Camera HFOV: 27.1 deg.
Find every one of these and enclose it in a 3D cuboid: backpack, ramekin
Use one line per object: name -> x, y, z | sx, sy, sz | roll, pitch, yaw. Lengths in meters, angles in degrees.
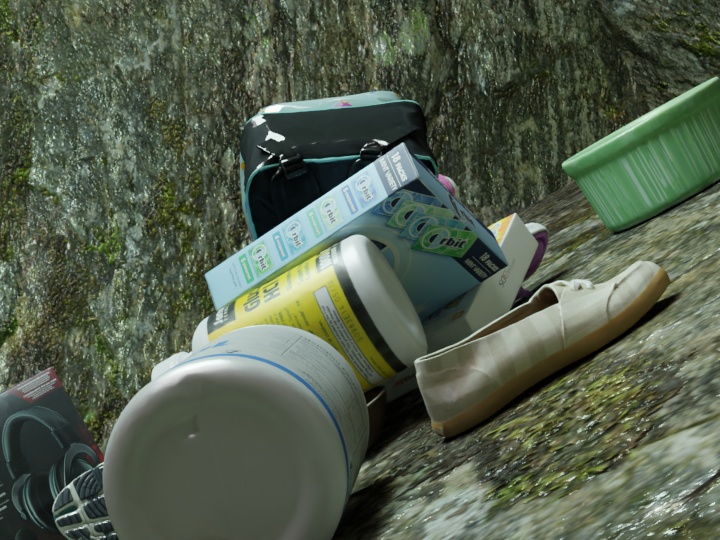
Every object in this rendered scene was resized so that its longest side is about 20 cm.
backpack -> -0.017, -0.055, 1.336 | 0.175, 0.200, 0.153 | -8, 37, -2
ramekin -> 0.337, -0.127, 1.684 | 0.200, 0.098, 0.200 | -30, 1, 1

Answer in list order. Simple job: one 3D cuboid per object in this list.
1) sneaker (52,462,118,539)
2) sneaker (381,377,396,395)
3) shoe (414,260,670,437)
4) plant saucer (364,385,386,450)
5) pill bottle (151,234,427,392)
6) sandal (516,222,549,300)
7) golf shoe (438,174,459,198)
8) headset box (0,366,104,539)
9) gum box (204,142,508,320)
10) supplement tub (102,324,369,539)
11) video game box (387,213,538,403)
sneaker -> -0.192, 0.204, 1.373 | 0.200, 0.078, 0.080 | -18, -11, -35
sneaker -> -0.066, 0.111, 1.280 | 0.200, 0.077, 0.082 | -30, 29, -2
shoe -> 0.121, 0.038, 0.983 | 0.200, 0.053, 0.070 | -30, 1, -22
plant saucer -> -0.060, 0.151, 1.136 | 0.200, 0.035, 0.200 | -29, 0, 0
pill bottle -> -0.058, 0.065, 1.169 | 0.200, 0.113, 0.112 | -29, 1, 9
sandal -> 0.155, 0.006, 1.522 | 0.050, 0.083, 0.203 | 19, 36, 23
golf shoe -> 0.085, -0.014, 1.514 | 0.091, 0.200, 0.075 | -20, 41, -32
headset box -> -0.317, 0.197, 1.383 | 0.149, 0.200, 0.077 | -29, 1, -39
gum box -> 0.000, 0.000, 1.248 | 0.200, 0.045, 0.170 | -33, -38, 13
supplement tub -> -0.065, 0.104, 0.868 | 0.132, 0.132, 0.200 | -30, 1, 5
video game box -> 0.061, 0.044, 1.372 | 0.182, 0.047, 0.200 | -27, 17, 30
